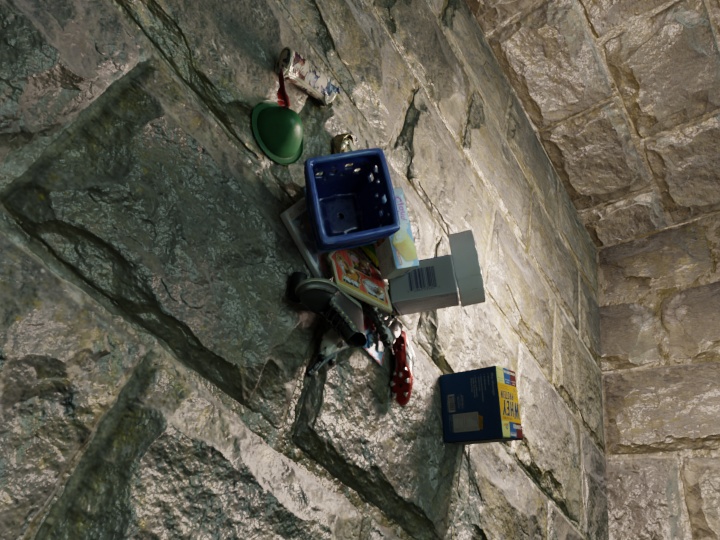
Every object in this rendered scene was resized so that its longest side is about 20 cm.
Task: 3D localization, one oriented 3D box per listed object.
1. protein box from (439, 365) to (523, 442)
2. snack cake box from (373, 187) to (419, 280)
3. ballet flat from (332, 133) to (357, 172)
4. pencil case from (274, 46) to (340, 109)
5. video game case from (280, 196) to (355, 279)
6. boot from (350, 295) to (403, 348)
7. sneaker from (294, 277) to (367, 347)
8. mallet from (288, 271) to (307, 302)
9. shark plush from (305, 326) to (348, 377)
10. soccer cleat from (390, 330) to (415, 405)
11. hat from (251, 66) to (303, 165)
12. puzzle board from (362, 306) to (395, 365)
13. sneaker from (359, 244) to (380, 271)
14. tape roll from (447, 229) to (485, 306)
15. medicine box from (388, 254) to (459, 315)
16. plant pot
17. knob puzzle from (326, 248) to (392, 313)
[{"bbox_3d":[0.360,0.409,1.572,0.133,0.197,0.205,22,59,-45],"label":"protein box"},{"bbox_3d":[0.079,-0.091,1.321,0.065,0.115,0.206,-8,79,-18],"label":"snack cake box"},{"bbox_3d":[-0.042,-0.295,1.456,0.070,0.064,0.206,15,65,-50],"label":"ballet flat"},{"bbox_3d":[-0.143,-0.518,1.407,0.197,0.077,0.091,17,42,-48],"label":"pencil case"},{"bbox_3d":[-0.101,-0.092,1.330,0.204,0.023,0.182,61,38,-15],"label":"video game case"},{"bbox_3d":[0.042,0.121,1.360,0.199,0.068,0.178,-31,98,-54],"label":"boot"},{"bbox_3d":[-0.057,0.094,1.168,0.197,0.075,0.108,28,27,-36],"label":"sneaker"},{"bbox_3d":[-0.099,0.059,1.263,0.198,0.040,0.068,25,62,-50],"label":"mallet"},{"bbox_3d":[-0.056,0.190,1.237,0.201,0.088,0.085,-58,158,-53],"label":"shark plush"},{"bbox_3d":[0.123,0.267,1.438,0.084,0.067,0.206,23,56,-50],"label":"soccer cleat"},{"bbox_3d":[-0.151,-0.364,1.250,0.199,0.173,0.170,-31,100,-52],"label":"hat"},{"bbox_3d":[0.039,0.131,1.425,0.151,0.017,0.203,47,44,-30],"label":"puzzle board"},{"bbox_3d":[0.018,-0.099,1.407,0.201,0.085,0.078,50,-2,-9],"label":"sneaker"},{"bbox_3d":[0.294,-0.006,1.447,0.202,0.069,0.209,-11,91,-81],"label":"tape roll"},{"bbox_3d":[0.178,0.046,1.448,0.200,0.176,0.106,49,32,-71],"label":"medicine box"},{"bbox_3d":[-0.035,-0.152,1.243,0.194,0.180,0.206,-11,81,-16],"label":"plant pot"},{"bbox_3d":[0.000,0.000,1.311,0.217,0.031,0.222,33,27,-18],"label":"knob puzzle"}]
